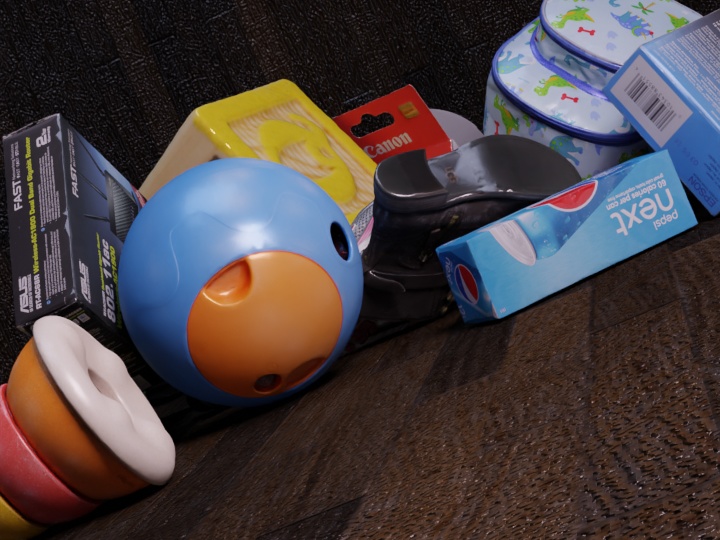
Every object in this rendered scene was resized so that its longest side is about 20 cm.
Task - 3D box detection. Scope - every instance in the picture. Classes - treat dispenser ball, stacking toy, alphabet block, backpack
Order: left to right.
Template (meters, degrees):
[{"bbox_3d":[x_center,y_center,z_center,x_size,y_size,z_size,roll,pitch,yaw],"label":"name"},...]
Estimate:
[{"bbox_3d":[-0.245,0.143,1.381,0.200,0.146,0.146,-39,3,4],"label":"stacking toy"},{"bbox_3d":[-0.097,0.010,1.582,0.199,0.202,0.201,-23,3,1],"label":"treat dispenser ball"},{"bbox_3d":[-0.103,-0.041,1.921,0.200,0.196,0.195,-52,-11,30],"label":"alphabet block"},{"bbox_3d":[0.212,-0.170,1.760,0.200,0.182,0.148,-41,-28,-37],"label":"backpack"}]

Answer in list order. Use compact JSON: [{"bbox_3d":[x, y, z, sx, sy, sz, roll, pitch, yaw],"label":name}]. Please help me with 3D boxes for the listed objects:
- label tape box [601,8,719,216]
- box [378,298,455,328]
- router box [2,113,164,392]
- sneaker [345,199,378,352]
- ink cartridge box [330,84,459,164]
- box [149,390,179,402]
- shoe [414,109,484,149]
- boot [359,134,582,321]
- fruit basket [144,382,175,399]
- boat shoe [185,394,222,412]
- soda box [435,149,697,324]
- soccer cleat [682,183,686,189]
[{"bbox_3d":[0.315,-0.142,1.636,0.199,0.144,0.063,-26,-18,-46],"label":"label tape box"},{"bbox_3d":[0.090,-0.017,1.797,0.199,0.078,0.095,-21,4,30],"label":"box"},{"bbox_3d":[-0.233,-0.010,1.648,0.062,0.201,0.150,-23,-36,16],"label":"router box"},{"bbox_3d":[0.000,0.000,1.732,0.200,0.081,0.075,-41,41,-6],"label":"sneaker"},{"bbox_3d":[0.048,-0.075,1.956,0.160,0.200,0.050,-19,27,45],"label":"ink cartridge box"},{"bbox_3d":[-0.257,0.045,2.084,0.147,0.201,0.104,-18,5,39],"label":"box"},{"bbox_3d":[0.116,-0.090,2.015,0.091,0.199,0.072,-25,37,63],"label":"shoe"},{"bbox_3d":[0.078,-0.027,1.652,0.198,0.070,0.175,-3,-42,-13],"label":"boot"},{"bbox_3d":[-0.255,0.140,1.781,0.184,0.094,0.200,-22,-12,10],"label":"fruit basket"},{"bbox_3d":[-0.127,0.032,1.761,0.071,0.202,0.066,21,-28,-26],"label":"boat shoe"},{"bbox_3d":[0.164,-0.027,1.551,0.199,0.068,0.064,-24,4,-23],"label":"soda box"},{"bbox_3d":[0.247,-0.115,1.882,0.085,0.069,0.199,-38,36,-20],"label":"soccer cleat"}]
